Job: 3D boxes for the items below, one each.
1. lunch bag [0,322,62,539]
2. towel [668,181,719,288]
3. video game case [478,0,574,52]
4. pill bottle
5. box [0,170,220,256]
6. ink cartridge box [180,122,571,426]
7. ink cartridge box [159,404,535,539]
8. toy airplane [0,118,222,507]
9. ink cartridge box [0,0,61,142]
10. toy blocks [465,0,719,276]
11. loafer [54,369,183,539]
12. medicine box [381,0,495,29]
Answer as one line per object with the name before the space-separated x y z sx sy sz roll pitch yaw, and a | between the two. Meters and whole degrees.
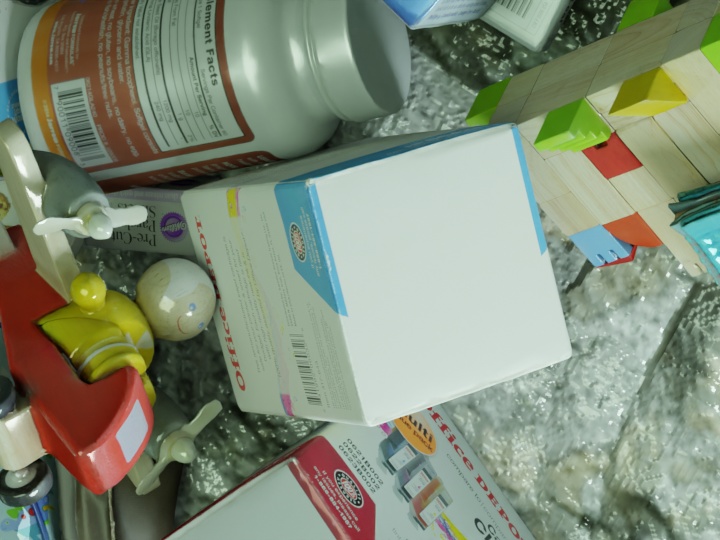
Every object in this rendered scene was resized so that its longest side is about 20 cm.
lunch bag | -0.268 0.119 1.601 0.199 0.082 0.162 -15 98 25
towel | 0.264 0.018 1.330 0.146 0.022 0.200 -17 127 32
video game case | 0.057 -0.244 1.397 0.199 0.022 0.183 33 109 14
pill bottle | -0.079 -0.110 1.453 0.199 0.112 0.113 -9 99 23
box | -0.178 -0.039 1.550 0.199 0.039 0.042 6 106 21
ink cartridge box | 0.000 0.000 1.405 0.200 0.125 0.129 2 108 65
ink cartridge box | -0.013 0.167 1.445 0.144 0.200 0.146 -36 89 23
toy airplane | -0.147 0.025 1.435 0.140 0.200 0.200 -18 83 0
ink cartridge box | -0.215 -0.173 1.490 0.067 0.116 0.201 -1 103 22
toy blocks | 0.164 -0.059 1.365 0.199 0.100 0.137 -20 122 44
loafer | -0.138 0.120 1.552 0.071 0.073 0.201 -11 99 24
medicine box | 0.043 -0.257 1.333 0.182 0.103 0.200 45 112 10
